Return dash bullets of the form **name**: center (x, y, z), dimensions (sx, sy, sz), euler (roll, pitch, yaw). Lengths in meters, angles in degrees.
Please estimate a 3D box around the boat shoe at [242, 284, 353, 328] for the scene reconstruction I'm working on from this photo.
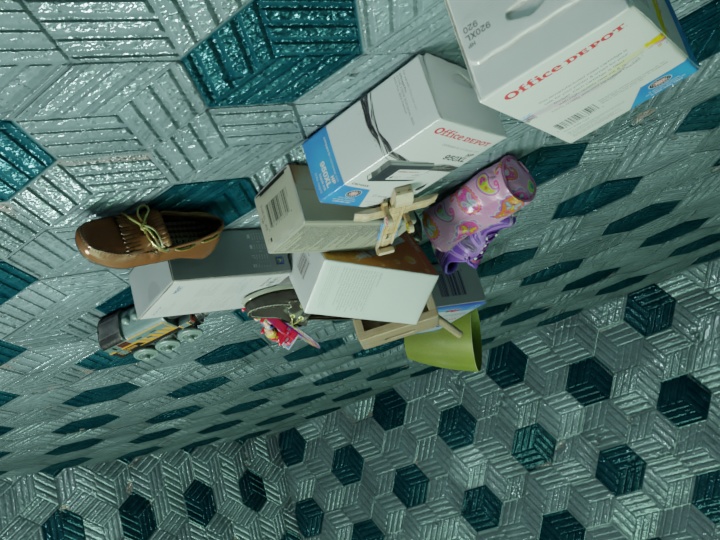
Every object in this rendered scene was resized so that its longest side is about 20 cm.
- **boat shoe**: center (-0.089, 0.058, 1.264), dimensions (0.197, 0.062, 0.072), euler (-6, 161, -19)

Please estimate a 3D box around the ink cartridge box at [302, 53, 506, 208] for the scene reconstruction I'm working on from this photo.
- **ink cartridge box**: center (0.052, -0.156, 0.941), dimensions (0.199, 0.086, 0.143), euler (-30, 161, 37)

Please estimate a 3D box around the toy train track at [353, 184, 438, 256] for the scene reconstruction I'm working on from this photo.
- **toy train track**: center (0.045, -0.055, 1.052), dimensions (0.112, 0.033, 0.200), euler (-14, 163, -11)

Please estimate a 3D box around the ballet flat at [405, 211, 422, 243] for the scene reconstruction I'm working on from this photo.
- **ballet flat**: center (0.010, -0.057, 1.286), dimensions (0.196, 0.058, 0.067), euler (-13, 163, -13)

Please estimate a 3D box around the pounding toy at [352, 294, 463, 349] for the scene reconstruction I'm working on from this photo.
- **pounding toy**: center (0.079, 0.056, 1.505), dimensions (0.196, 0.187, 0.142), euler (-17, 165, 1)

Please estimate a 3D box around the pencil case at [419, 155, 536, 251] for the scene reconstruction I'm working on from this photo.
- **pencil case**: center (0.186, -0.106, 1.270), dimensions (0.086, 0.089, 0.199), euler (-3, 160, -40)

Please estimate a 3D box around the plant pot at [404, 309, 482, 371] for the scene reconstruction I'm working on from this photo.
- **plant pot**: center (0.226, 0.190, 2.188), dimensions (0.196, 0.191, 0.187), euler (-5, 168, 17)

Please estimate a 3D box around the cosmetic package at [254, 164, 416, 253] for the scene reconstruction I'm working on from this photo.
- **cosmetic package**: center (-0.033, -0.084, 1.092), dimensions (0.197, 0.089, 0.103), euler (-2, 157, -41)

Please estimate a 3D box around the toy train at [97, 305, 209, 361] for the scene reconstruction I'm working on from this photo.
- **toy train**: center (-0.362, 0.095, 1.376), dimensions (0.197, 0.087, 0.114), euler (-24, 154, 21)

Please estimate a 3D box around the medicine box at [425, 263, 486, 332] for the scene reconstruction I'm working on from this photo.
- **medicine box**: center (0.147, 0.067, 1.769), dimensions (0.179, 0.105, 0.200), euler (-6, 160, -34)

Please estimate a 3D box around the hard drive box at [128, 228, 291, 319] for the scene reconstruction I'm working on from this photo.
- **hard drive box**: center (-0.230, 0.005, 1.204), dimensions (0.197, 0.078, 0.155), euler (-5, 160, -38)

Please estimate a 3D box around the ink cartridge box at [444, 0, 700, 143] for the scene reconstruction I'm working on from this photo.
- **ink cartridge box**: center (0.190, -0.230, 0.721), dimensions (0.146, 0.147, 0.198), euler (-27, 161, 32)

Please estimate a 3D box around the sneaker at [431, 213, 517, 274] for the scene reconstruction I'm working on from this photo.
- **sneaker**: center (0.220, -0.053, 1.475), dimensions (0.080, 0.085, 0.199), euler (-4, 159, -40)

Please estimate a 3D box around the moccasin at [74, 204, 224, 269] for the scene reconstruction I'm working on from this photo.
- **moccasin**: center (-0.264, -0.046, 1.007), dimensions (0.199, 0.075, 0.078), euler (1, 148, -41)

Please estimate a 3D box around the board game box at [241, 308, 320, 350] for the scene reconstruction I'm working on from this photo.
- **board game box**: center (-0.161, 0.095, 1.393), dimensions (0.039, 0.199, 0.158), euler (-55, -167, -11)

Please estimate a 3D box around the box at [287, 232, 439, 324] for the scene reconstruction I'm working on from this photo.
- **box**: center (0.000, 0.000, 1.214), dimensions (0.197, 0.125, 0.099), euler (8, 121, -29)

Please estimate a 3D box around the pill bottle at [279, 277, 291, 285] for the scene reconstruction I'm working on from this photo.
- **pill bottle**: center (-0.045, 0.015, 1.376), dimensions (0.196, 0.112, 0.110), euler (-17, 165, 0)
